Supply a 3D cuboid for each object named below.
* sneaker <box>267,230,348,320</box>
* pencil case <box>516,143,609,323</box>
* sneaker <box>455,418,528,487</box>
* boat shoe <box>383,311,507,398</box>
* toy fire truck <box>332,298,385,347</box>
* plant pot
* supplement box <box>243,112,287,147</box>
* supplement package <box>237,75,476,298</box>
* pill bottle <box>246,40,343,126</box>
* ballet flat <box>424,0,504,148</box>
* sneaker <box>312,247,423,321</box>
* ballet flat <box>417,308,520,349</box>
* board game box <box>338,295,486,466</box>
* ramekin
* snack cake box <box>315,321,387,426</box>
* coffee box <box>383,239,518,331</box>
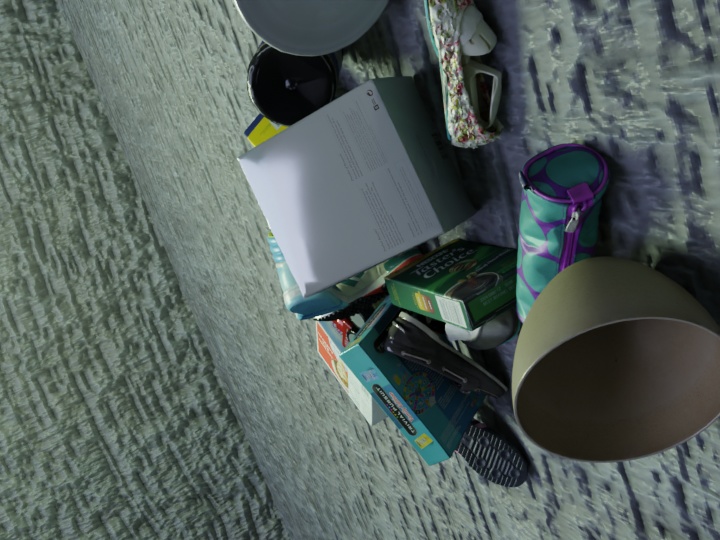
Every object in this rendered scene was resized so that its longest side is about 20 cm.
[{"bbox_3d":[-0.072,-0.006,1.250,0.200,0.079,0.132,77,177,-80],"label":"sneaker"},{"bbox_3d":[0.201,-0.025,0.934,0.093,0.084,0.201,-95,-2,-47],"label":"pencil case"},{"bbox_3d":[0.167,0.245,1.372,0.199,0.082,0.071,33,107,15],"label":"sneaker"},{"bbox_3d":[0.114,0.129,1.253,0.199,0.057,0.067,36,177,-22],"label":"boat shoe"},{"bbox_3d":[-0.018,0.032,1.518,0.200,0.128,0.177,37,150,25],"label":"toy fire truck"},{"bbox_3d":[0.232,0.065,0.864,0.135,0.198,0.201,-93,-2,-46],"label":"plant pot"},{"bbox_3d":[-0.057,-0.161,1.313,0.200,0.110,0.109,50,-166,33],"label":"supplement box"},{"bbox_3d":[-0.001,-0.103,1.118,0.199,0.147,0.193,-25,91,25],"label":"supplement package"},{"bbox_3d":[-0.079,-0.270,1.193,0.200,0.111,0.113,-85,-18,-61],"label":"pill bottle"},{"bbox_3d":[0.115,-0.219,0.963,0.063,0.076,0.201,9,134,28],"label":"ballet flat"},{"bbox_3d":[0.000,0.000,1.360,0.070,0.199,0.094,11,-130,-63],"label":"sneaker"},{"bbox_3d":[0.133,0.068,1.221,0.200,0.068,0.069,174,103,-68],"label":"ballet flat"},{"bbox_3d":[0.079,0.144,1.283,0.047,0.151,0.200,-32,100,41],"label":"board game box"},{"bbox_3d":[-0.062,-0.356,1.041,0.094,0.201,0.204,-124,18,-53],"label":"ramekin"},{"bbox_3d":[-0.006,0.175,1.720,0.200,0.067,0.115,51,159,31],"label":"snack cake box"},{"bbox_3d":[0.124,0.013,1.121,0.200,0.122,0.044,18,133,65],"label":"coffee box"}]
